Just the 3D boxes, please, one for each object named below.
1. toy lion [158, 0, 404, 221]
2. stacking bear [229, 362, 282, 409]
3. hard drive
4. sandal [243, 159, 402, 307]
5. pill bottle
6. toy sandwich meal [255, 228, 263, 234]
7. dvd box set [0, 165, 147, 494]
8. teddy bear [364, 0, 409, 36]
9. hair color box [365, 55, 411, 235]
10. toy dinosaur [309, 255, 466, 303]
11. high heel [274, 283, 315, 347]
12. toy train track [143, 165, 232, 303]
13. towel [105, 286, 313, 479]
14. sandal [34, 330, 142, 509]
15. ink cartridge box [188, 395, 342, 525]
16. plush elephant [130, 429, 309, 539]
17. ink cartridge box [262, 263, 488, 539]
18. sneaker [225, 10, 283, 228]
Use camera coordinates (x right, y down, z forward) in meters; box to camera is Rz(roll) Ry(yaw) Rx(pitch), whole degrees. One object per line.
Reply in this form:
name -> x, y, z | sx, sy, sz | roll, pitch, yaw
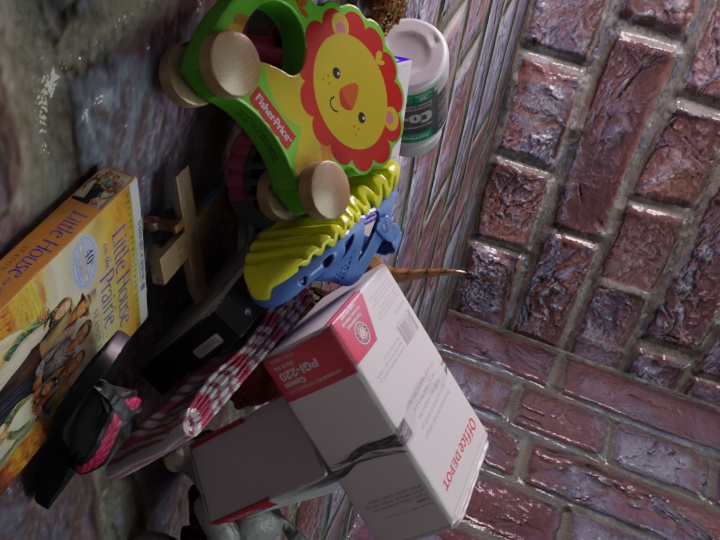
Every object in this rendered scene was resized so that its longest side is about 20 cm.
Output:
toy lion -> -0.040, -0.150, 0.664 | 0.200, 0.068, 0.192 | 52, 53, -35
stacking bear -> -0.102, 0.107, 0.963 | 0.200, 0.113, 0.122 | -14, 122, -71
hard drive -> -0.112, 0.015, 0.759 | 0.140, 0.038, 0.200 | -35, -166, 40
sandal -> -0.020, -0.021, 0.710 | 0.200, 0.079, 0.088 | -40, 125, -39
pill bottle -> 0.067, -0.246, 1.139 | 0.200, 0.112, 0.114 | 73, 38, -70
toy sandwich meal -> -0.059, -0.121, 0.890 | 0.205, 0.070, 0.206 | -47, 146, -47
dvd box set -> -0.208, 0.044, 0.537 | 0.200, 0.029, 0.147 | -59, 166, -45
teddy bear -> 0.030, -0.346, 0.965 | 0.200, 0.066, 0.146 | -63, 177, -60
hair color box -> -0.007, -0.117, 0.840 | 0.109, 0.064, 0.201 | -32, 133, -58
toy dinosaur -> 0.000, 0.000, 0.876 | 0.106, 0.199, 0.060 | -51, 132, -16
high heel -> -0.071, 0.061, 0.920 | 0.200, 0.071, 0.143 | -83, 150, -75
toy train track -> -0.141, -0.050, 0.704 | 0.200, 0.032, 0.115 | -64, 155, -57
towel -> -0.131, 0.091, 0.709 | 0.146, 0.030, 0.200 | -35, -169, 42
sandal -> -0.187, 0.113, 0.581 | 0.200, 0.045, 0.075 | -59, 180, 42
ink cartridge box -> -0.045, 0.175, 0.810 | 0.147, 0.086, 0.200 | -31, 162, 26
plush elephant -> -0.163, 0.285, 0.856 | 0.155, 0.200, 0.165 | -45, -178, -6
ink cartridge box -> 0.022, 0.117, 0.725 | 0.085, 0.201, 0.146 | -29, -172, 28
sneaker -> -0.074, -0.138, 0.746 | 0.095, 0.078, 0.201 | -117, -144, -85
